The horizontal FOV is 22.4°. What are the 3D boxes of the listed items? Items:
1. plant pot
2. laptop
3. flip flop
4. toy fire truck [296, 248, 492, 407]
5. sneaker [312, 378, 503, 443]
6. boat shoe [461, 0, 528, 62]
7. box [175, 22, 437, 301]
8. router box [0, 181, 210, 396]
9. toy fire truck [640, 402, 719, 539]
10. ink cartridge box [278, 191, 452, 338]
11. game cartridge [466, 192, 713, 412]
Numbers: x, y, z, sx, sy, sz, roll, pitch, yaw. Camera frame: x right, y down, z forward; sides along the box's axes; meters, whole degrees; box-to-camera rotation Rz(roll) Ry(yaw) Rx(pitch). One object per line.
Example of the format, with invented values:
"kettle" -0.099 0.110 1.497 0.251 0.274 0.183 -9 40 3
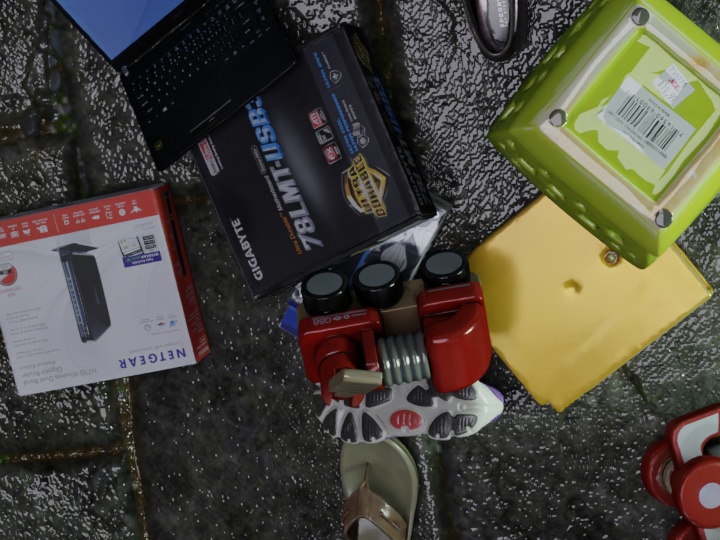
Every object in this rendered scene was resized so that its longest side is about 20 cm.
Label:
"plant pot" 0.242 -0.130 1.584 0.200 0.181 0.199 40 94 1
"laptop" -0.184 -0.233 1.715 0.177 0.103 0.201 -36 58 18
"flip flop" 0.011 0.254 1.803 0.081 0.058 0.201 7 104 12
"toy fire truck" 0.031 0.072 1.636 0.175 0.201 0.129 -9 126 2
"sneaker" 0.046 0.132 1.764 0.199 0.083 0.081 5 89 28
"boat shoe" 0.117 -0.290 1.661 0.066 0.057 0.201 -8 100 15
"box" -0.053 -0.101 1.721 0.198 0.050 0.201 -25 84 22
"router box" -0.268 0.019 1.822 0.199 0.049 0.181 -11 99 15
"toy fire truck" 0.367 0.216 1.699 0.167 0.112 0.201 -19 99 -8
"ink cartridge box" 0.000 0.000 1.762 0.099 0.039 0.201 29 107 5
"game cartridge" 0.203 0.014 1.724 0.200 0.032 0.177 -39 91 20
